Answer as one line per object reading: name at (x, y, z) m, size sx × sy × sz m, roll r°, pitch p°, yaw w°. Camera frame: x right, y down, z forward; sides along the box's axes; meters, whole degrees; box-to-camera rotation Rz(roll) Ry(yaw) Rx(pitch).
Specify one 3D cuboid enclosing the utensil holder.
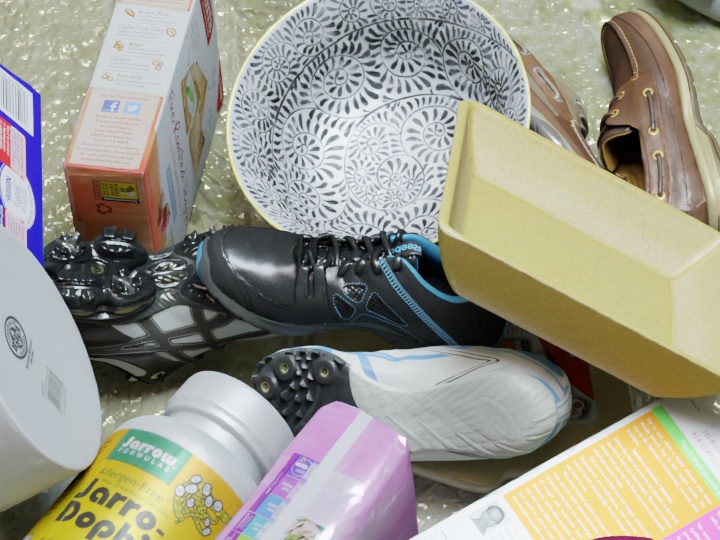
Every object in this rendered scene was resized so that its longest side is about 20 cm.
utensil holder at (-0.273, 0.080, 1.410) m, size 0.199 × 0.170 × 0.171 m, roll -25°, pitch 48°, yaw 15°

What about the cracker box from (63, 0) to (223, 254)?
cracker box at (-0.139, -0.094, 1.615) m, size 0.057 × 0.135 × 0.201 m, roll 5°, pitch 51°, yaw 7°

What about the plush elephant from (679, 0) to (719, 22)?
plush elephant at (0.240, -0.284, 1.738) m, size 0.199 × 0.156 × 0.165 m, roll 20°, pitch 54°, yaw 19°

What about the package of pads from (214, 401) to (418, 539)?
package of pads at (-0.042, 0.185, 1.383) m, size 0.075 × 0.121 × 0.200 m, roll 21°, pitch 54°, yaw 26°

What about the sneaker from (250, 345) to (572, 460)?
sneaker at (0.031, 0.078, 1.474) m, size 0.198 × 0.073 × 0.072 m, roll 3°, pitch 8°, yaw 19°

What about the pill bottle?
pill bottle at (-0.124, 0.157, 1.418) m, size 0.112 × 0.113 × 0.200 m, roll 25°, pitch 55°, yaw 22°

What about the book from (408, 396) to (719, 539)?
book at (0.142, 0.165, 1.383) m, size 0.199 × 0.048 × 0.134 m, roll -26°, pitch 57°, yaw -17°

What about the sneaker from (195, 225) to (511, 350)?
sneaker at (0.000, 0.000, 1.491) m, size 0.198 × 0.082 × 0.074 m, roll 13°, pitch 47°, yaw -9°

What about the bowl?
bowl at (0.018, -0.083, 1.609) m, size 0.199 × 0.094 × 0.202 m, roll -4°, pitch 67°, yaw 9°

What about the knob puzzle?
knob puzzle at (0.066, 0.063, 1.538) m, size 0.217 × 0.031 × 0.221 m, roll -3°, pitch 49°, yaw 3°

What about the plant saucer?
plant saucer at (0.130, -0.005, 1.461) m, size 0.199 × 0.049 × 0.200 m, roll 28°, pitch 26°, yaw -7°

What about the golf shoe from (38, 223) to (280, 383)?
golf shoe at (-0.110, 0.025, 1.549) m, size 0.198 × 0.095 × 0.078 m, roll 5°, pitch 45°, yaw -12°

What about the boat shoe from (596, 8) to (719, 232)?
boat shoe at (0.191, -0.097, 1.639) m, size 0.067 × 0.072 × 0.201 m, roll -10°, pitch 53°, yaw -8°

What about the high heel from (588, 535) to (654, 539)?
high heel at (0.141, 0.238, 1.284) m, size 0.095 × 0.067 × 0.201 m, roll -17°, pitch 72°, yaw -4°

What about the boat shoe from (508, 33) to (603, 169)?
boat shoe at (0.122, -0.098, 1.645) m, size 0.071 × 0.076 × 0.200 m, roll -18°, pitch 55°, yaw -29°

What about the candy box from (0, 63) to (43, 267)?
candy box at (-0.297, -0.023, 1.546) m, size 0.199 × 0.077 × 0.170 m, roll -26°, pitch 47°, yaw 22°
